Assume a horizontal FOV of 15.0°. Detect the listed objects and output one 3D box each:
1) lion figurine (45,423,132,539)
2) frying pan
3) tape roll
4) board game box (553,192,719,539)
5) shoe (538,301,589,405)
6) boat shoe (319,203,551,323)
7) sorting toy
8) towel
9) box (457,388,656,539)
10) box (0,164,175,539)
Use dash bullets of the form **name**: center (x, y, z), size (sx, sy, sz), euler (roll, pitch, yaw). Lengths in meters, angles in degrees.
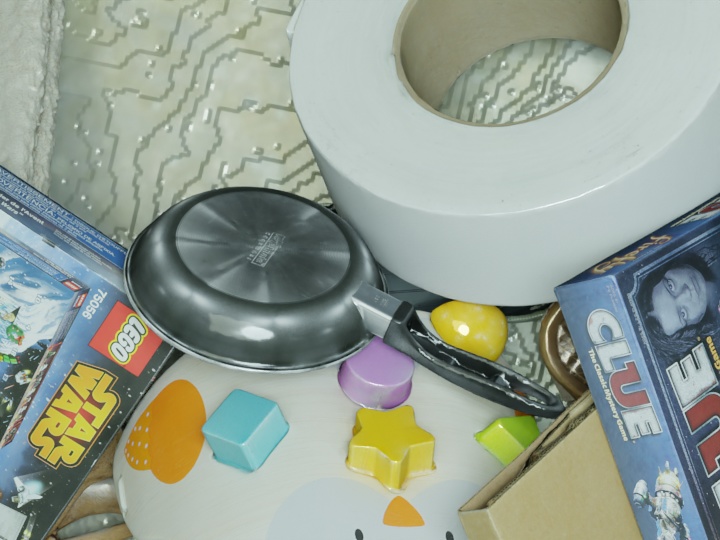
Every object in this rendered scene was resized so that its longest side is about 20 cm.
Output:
- **lion figurine**: center (-0.175, 0.072, 1.280), size (0.122, 0.072, 0.200), euler (-34, 81, 9)
- **frying pan**: center (-0.017, 0.020, 1.143), size (0.190, 0.115, 0.031), euler (36, 135, 29)
- **tape roll**: center (0.071, -0.085, 1.204), size (0.202, 0.071, 0.203), euler (-8, 54, 11)
- **board game box**: center (0.164, 0.075, 1.135), size (0.035, 0.135, 0.201), euler (-13, 101, 46)
- **shoe**: center (0.158, 0.080, 1.221), size (0.200, 0.053, 0.070), euler (45, 85, -2)
- **boat shoe**: center (0.000, 0.002, 1.254), size (0.199, 0.066, 0.075), euler (0, 84, 11)
- **sorting toy**: center (0.009, 0.102, 1.144), size (0.199, 0.180, 0.107), euler (2, 125, -14)
- **towel**: center (-0.203, -0.070, 1.283), size (0.132, 0.034, 0.201), euler (-7, 60, 17)
- **box**: center (0.127, 0.146, 1.124), size (0.021, 0.163, 0.200), euler (-12, 107, 42)
- **box**: center (-0.179, 0.055, 1.217), size (0.137, 0.040, 0.200), euler (34, 115, -4)
